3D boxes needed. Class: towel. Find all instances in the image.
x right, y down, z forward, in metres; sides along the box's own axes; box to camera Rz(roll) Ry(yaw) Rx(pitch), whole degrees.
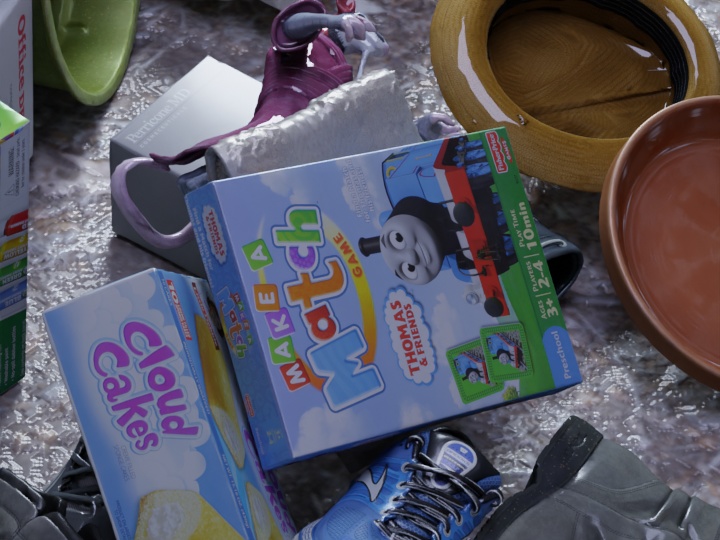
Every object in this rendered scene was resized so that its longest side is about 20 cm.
[{"bbox_3d":[0.000,0.000,1.513,0.132,0.200,0.034,-28,14,-33],"label":"towel"}]

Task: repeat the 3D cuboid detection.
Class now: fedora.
[{"bbox_3d":[0.131,-0.116,1.741,0.200,0.082,0.201,9,61,-16],"label":"fedora"}]

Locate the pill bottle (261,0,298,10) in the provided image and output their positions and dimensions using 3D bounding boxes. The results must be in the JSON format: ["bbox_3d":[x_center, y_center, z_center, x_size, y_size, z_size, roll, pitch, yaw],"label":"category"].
[{"bbox_3d":[-0.113,-0.252,1.880,0.200,0.104,0.104,31,47,25],"label":"pill bottle"}]

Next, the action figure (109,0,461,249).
[{"bbox_3d":[-0.036,-0.085,1.602,0.149,0.134,0.200,-11,41,26],"label":"action figure"}]

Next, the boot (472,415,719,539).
[{"bbox_3d":[0.127,0.170,1.469,0.131,0.068,0.200,30,50,13],"label":"boot"}]

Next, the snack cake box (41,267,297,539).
[{"bbox_3d":[-0.088,0.105,1.399,0.067,0.115,0.200,-21,84,10],"label":"snack cake box"}]

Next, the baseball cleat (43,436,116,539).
[{"bbox_3d":[-0.141,0.093,1.490,0.070,0.107,0.200,7,35,22],"label":"baseball cleat"}]

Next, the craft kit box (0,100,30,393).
[{"bbox_3d":[-0.263,0.027,1.480,0.049,0.200,0.197,35,50,27],"label":"craft kit box"}]

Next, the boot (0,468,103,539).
[{"bbox_3d":[-0.168,0.191,1.355,0.131,0.068,0.200,-44,51,1],"label":"boot"}]

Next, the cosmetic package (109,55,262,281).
[{"bbox_3d":[-0.046,-0.039,1.664,0.200,0.090,0.107,28,50,19],"label":"cosmetic package"}]

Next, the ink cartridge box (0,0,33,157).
[{"bbox_3d":[-0.270,-0.075,1.634,0.084,0.145,0.200,15,43,10],"label":"ink cartridge box"}]

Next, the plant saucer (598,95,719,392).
[{"bbox_3d":[0.235,-0.011,1.654,0.200,0.032,0.200,10,61,-19],"label":"plant saucer"}]

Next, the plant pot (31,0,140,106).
[{"bbox_3d":[-0.261,-0.208,1.772,0.190,0.200,0.200,2,41,13],"label":"plant pot"}]

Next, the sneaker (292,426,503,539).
[{"bbox_3d":[0.022,0.125,1.425,0.079,0.089,0.200,37,16,-3],"label":"sneaker"}]

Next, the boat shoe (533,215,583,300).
[{"bbox_3d":[0.067,0.028,1.612,0.062,0.073,0.200,21,39,22],"label":"boat shoe"}]

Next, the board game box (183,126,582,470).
[{"bbox_3d":[0.015,0.012,1.463,0.200,0.037,0.151,-13,83,-35],"label":"board game box"}]
